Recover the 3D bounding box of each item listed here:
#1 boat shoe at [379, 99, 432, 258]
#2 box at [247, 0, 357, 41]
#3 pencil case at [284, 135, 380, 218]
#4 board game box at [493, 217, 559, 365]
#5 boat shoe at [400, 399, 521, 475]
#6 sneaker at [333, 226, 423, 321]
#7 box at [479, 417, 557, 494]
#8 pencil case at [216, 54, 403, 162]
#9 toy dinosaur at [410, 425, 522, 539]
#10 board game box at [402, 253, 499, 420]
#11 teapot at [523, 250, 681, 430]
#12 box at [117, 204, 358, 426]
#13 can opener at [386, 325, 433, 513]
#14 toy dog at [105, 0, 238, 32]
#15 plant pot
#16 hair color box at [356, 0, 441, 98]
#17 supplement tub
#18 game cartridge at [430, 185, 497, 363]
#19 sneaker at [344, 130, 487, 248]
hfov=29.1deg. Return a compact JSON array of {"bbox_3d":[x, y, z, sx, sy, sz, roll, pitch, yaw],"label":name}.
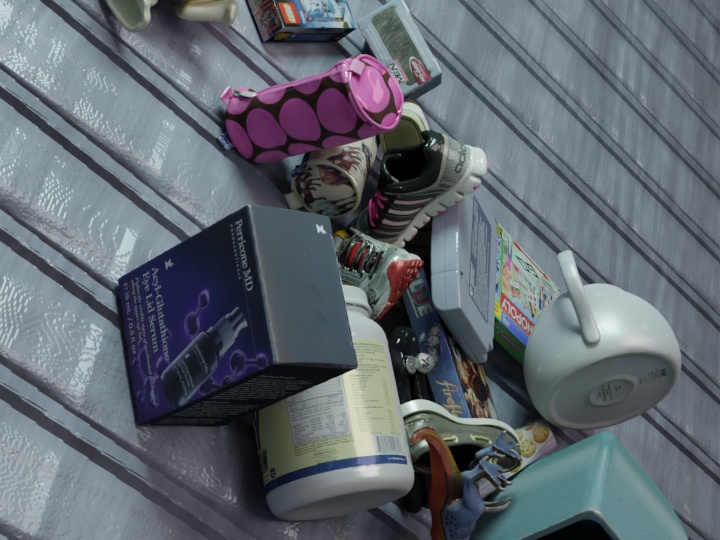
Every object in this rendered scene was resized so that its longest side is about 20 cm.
[{"bbox_3d":[0.066,-0.099,1.595,0.068,0.074,0.201,-65,153,-58],"label":"boat shoe"},{"bbox_3d":[-0.092,-0.368,1.641,0.137,0.040,0.201,-11,77,-51],"label":"box"},{"bbox_3d":[-0.023,-0.148,1.559,0.201,0.089,0.078,-73,154,-44],"label":"pencil case"},{"bbox_3d":[0.186,0.032,1.700,0.200,0.029,0.135,42,42,-41],"label":"board game box"},{"bbox_3d":[0.103,0.188,1.437,0.201,0.072,0.060,22,36,-45],"label":"boat shoe"},{"bbox_3d":[0.000,0.000,1.443,0.082,0.200,0.078,41,77,-14],"label":"sneaker"},{"bbox_3d":[0.157,0.219,1.586,0.200,0.039,0.042,-19,83,-51],"label":"box"},{"bbox_3d":[-0.054,-0.170,1.448,0.094,0.199,0.091,59,43,-23],"label":"pencil case"},{"bbox_3d":[0.094,0.240,1.402,0.199,0.182,0.105,31,32,-11],"label":"toy dinosaur"},{"bbox_3d":[0.099,0.088,1.560,0.135,0.034,0.201,19,53,-70],"label":"board game box"},{"bbox_3d":[0.273,0.083,1.638,0.196,0.200,0.147,8,48,-29],"label":"teapot"},{"bbox_3d":[-0.114,0.046,1.259,0.104,0.200,0.149,7,64,-45],"label":"box"},{"bbox_3d":[0.052,0.158,1.485,0.063,0.078,0.201,-15,91,-42],"label":"can opener"},{"bbox_3d":[-0.183,-0.339,1.475,0.194,0.140,0.199,39,30,31],"label":"toy dog"},{"bbox_3d":[0.248,0.296,1.535,0.197,0.195,0.200,49,33,-16],"label":"plant pot"},{"bbox_3d":[0.048,-0.255,1.638,0.099,0.060,0.200,61,5,-2],"label":"hair color box"},{"bbox_3d":[-0.034,0.129,1.344,0.145,0.145,0.201,8,63,-45],"label":"supplement tub"},{"bbox_3d":[0.116,-0.015,1.547,0.133,0.041,0.201,61,28,-50],"label":"game cartridge"},{"bbox_3d":[0.039,-0.086,1.504,0.087,0.200,0.074,34,37,-30],"label":"sneaker"}]
